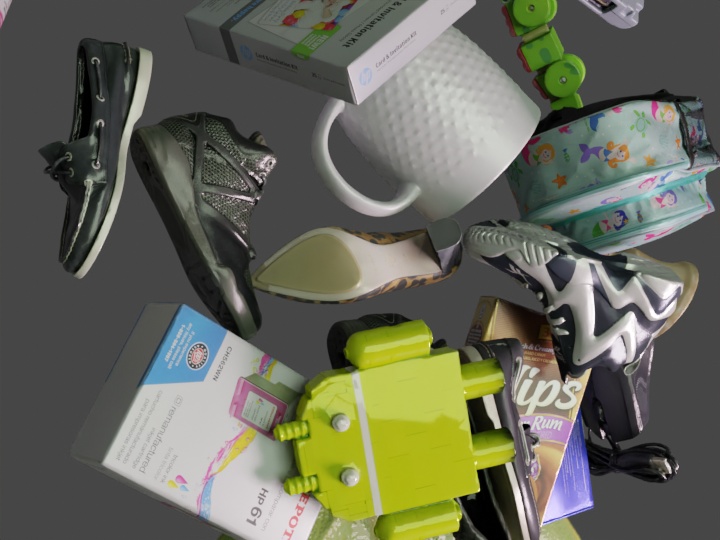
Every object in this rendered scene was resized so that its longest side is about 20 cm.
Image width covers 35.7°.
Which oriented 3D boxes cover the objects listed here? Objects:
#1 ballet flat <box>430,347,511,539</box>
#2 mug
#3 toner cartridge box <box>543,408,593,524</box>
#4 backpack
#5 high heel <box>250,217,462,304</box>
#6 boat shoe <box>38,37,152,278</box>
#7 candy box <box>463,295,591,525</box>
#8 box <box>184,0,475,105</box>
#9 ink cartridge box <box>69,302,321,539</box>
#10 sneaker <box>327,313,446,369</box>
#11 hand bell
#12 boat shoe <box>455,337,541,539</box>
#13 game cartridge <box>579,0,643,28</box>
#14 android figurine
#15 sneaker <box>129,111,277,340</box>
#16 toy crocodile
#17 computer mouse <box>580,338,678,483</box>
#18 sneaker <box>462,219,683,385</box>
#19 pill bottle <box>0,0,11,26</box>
[{"bbox_3d":[0.090,0.158,0.982,0.066,0.057,0.201,-29,106,-35],"label":"ballet flat"},{"bbox_3d":[0.038,-0.138,1.015,0.175,0.148,0.200,43,67,-12],"label":"mug"},{"bbox_3d":[0.180,0.155,1.151,0.095,0.043,0.201,-9,92,-33],"label":"toner cartridge box"},{"bbox_3d":[0.234,-0.093,1.065,0.200,0.177,0.151,-4,79,-53],"label":"backpack"},{"bbox_3d":[0.000,0.000,1.046,0.199,0.143,0.072,-13,80,2],"label":"high heel"},{"bbox_3d":[-0.221,-0.095,0.891,0.066,0.074,0.200,19,77,-28],"label":"boat shoe"},{"bbox_3d":[0.143,0.136,1.079,0.116,0.056,0.201,19,85,-11],"label":"candy box"},{"bbox_3d":[-0.028,-0.221,0.949,0.156,0.200,0.041,-43,139,-26],"label":"box"},{"bbox_3d":[-0.116,0.136,0.939,0.200,0.085,0.145,34,70,-28],"label":"ink cartridge box"},{"bbox_3d":[0.046,0.135,1.038,0.114,0.076,0.200,-13,89,-26],"label":"sneaker"},{"bbox_3d":[0.251,-0.022,1.195,0.200,0.104,0.104,36,69,-12],"label":"hand bell"},{"bbox_3d":[0.141,0.157,1.013,0.062,0.073,0.201,-18,99,-18],"label":"boat shoe"},{"bbox_3d":[0.230,-0.360,1.194,0.200,0.041,0.134,26,62,-32],"label":"game cartridge"},{"bbox_3d":[0.028,0.136,0.926,0.199,0.041,0.183,-9,95,-13],"label":"android figurine"},{"bbox_3d":[-0.107,-0.045,0.958,0.114,0.076,0.200,-25,96,-24],"label":"sneaker"},{"bbox_3d":[0.187,-0.236,1.169,0.201,0.062,0.068,64,21,-11],"label":"toy crocodile"},{"bbox_3d":[0.257,0.116,1.145,0.053,0.138,0.201,0,88,-32],"label":"computer mouse"},{"bbox_3d":[0.176,0.037,1.008,0.198,0.080,0.130,14,107,-8],"label":"sneaker"},{"bbox_3d":[-0.292,-0.278,0.831,0.113,0.113,0.201,25,74,-29],"label":"pill bottle"}]
